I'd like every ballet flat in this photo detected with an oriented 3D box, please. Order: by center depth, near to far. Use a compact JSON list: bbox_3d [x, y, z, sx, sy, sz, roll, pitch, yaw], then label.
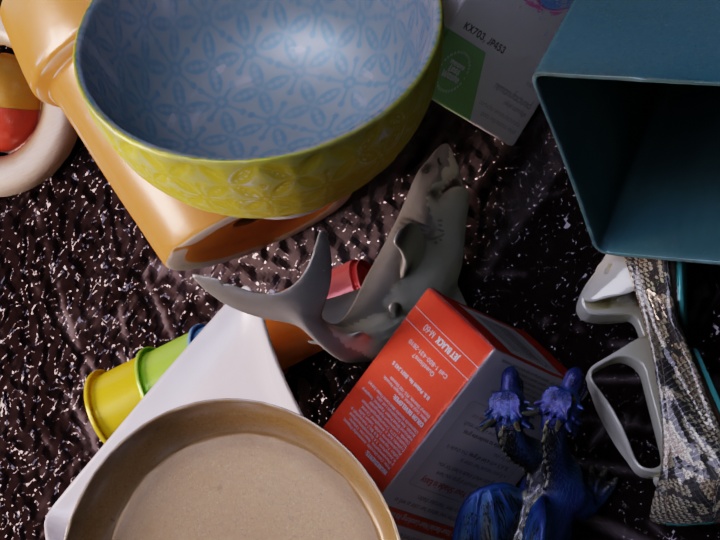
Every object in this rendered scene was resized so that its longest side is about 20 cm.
[{"bbox_3d":[0.156,0.042,1.196,0.075,0.068,0.202,-12,71,5],"label":"ballet flat"}]

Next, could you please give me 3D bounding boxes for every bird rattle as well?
[{"bbox_3d":[-0.269,-0.112,1.507,0.162,0.113,0.202,9,85,18],"label":"bird rattle"}]

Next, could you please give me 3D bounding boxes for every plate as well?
[{"bbox_3d":[-0.098,0.131,1.254,0.200,0.032,0.200,-49,29,12],"label":"plate"}]

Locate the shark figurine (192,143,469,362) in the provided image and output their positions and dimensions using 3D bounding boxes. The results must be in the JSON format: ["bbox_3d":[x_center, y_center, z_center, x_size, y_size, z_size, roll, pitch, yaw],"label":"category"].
[{"bbox_3d":[-0.007,0.018,1.251,0.089,0.214,0.129,-1,107,32],"label":"shark figurine"}]

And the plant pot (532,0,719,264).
[{"bbox_3d":[0.201,-0.125,1.153,0.140,0.142,0.201,6,55,28],"label":"plant pot"}]

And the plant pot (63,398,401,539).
[{"bbox_3d":[-0.063,0.167,1.140,0.198,0.027,0.202,-2,86,21],"label":"plant pot"}]

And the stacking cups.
[{"bbox_3d":[-0.076,0.052,1.354,0.199,0.060,0.061,-26,64,25],"label":"stacking cups"}]

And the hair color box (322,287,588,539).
[{"bbox_3d":[0.024,0.116,1.240,0.064,0.111,0.201,43,101,36],"label":"hair color box"}]

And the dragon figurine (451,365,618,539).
[{"bbox_3d":[0.087,0.147,1.195,0.059,0.099,0.202,17,92,34],"label":"dragon figurine"}]

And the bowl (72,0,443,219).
[{"bbox_3d":[-0.048,-0.093,1.204,0.198,0.108,0.201,-5,48,6],"label":"bowl"}]

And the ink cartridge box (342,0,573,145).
[{"bbox_3d":[0.091,-0.186,1.275,0.067,0.117,0.201,36,98,37],"label":"ink cartridge box"}]

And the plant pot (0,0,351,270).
[{"bbox_3d":[-0.094,-0.108,1.344,0.199,0.200,0.184,-28,78,24],"label":"plant pot"}]
